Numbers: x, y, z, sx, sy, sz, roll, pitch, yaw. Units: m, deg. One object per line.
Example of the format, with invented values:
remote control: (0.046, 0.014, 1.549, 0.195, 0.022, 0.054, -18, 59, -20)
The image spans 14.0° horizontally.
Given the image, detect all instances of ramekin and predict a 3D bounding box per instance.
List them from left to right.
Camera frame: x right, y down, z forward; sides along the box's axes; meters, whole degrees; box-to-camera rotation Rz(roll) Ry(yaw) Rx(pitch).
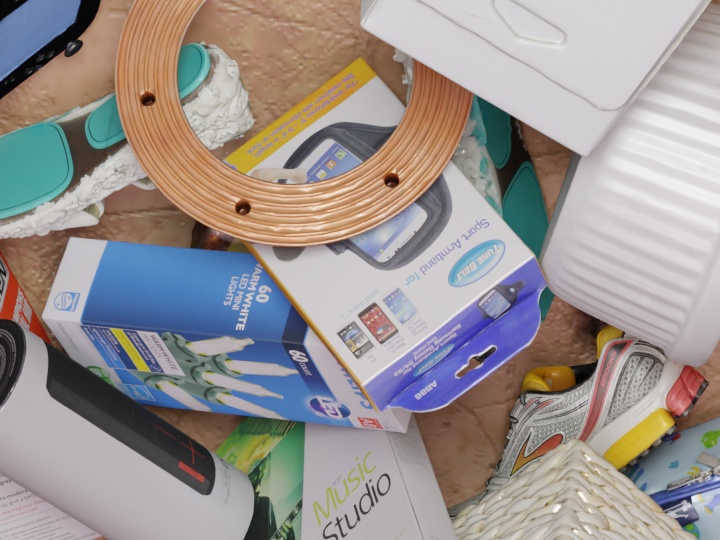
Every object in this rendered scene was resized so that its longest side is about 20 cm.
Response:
ramekin: (0.171, -0.057, 1.612, 0.105, 0.200, 0.201, 20, 122, 2)

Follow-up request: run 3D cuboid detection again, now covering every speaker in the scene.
speaker: (-0.156, 0.110, 1.733, 0.081, 0.081, 0.200, -36, 129, 22)

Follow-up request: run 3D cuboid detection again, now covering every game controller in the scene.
game controller: (-0.178, -0.140, 1.577, 0.042, 0.104, 0.200, 40, 162, 3)

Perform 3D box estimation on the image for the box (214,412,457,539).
box: (-0.018, 0.142, 1.738, 0.036, 0.200, 0.144, 23, 122, -34)

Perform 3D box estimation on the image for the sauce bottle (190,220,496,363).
sauce bottle: (0.000, 0.000, 1.728, 0.200, 0.066, 0.066, 22, 121, -14)

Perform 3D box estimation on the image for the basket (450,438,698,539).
basket: (0.115, 0.241, 1.730, 0.200, 0.161, 0.198, 40, 125, -21)

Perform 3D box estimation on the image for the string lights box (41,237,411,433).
string lights box: (-0.072, 0.037, 1.700, 0.199, 0.059, 0.103, 5, 151, 23)

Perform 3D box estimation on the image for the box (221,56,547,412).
box: (0.011, -0.015, 1.614, 0.119, 0.200, 0.042, -37, 146, -4)

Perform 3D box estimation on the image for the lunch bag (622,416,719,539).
lunch bag: (0.256, 0.180, 1.822, 0.160, 0.083, 0.200, -20, 121, 11)

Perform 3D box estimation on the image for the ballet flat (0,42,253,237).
ballet flat: (-0.149, -0.060, 1.684, 0.200, 0.072, 0.072, -26, 118, 16)

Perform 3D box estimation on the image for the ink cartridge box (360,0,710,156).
ink cartridge box: (0.097, -0.188, 1.523, 0.145, 0.200, 0.145, 28, 119, -15)

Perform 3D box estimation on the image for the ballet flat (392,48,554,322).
ballet flat: (0.065, -0.060, 1.694, 0.072, 0.072, 0.200, -10, 118, 8)

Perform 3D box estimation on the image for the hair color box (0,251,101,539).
hair color box: (-0.236, 0.083, 1.790, 0.111, 0.064, 0.200, -17, 121, 13)

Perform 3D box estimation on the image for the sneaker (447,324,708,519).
sneaker: (0.120, 0.101, 1.791, 0.082, 0.078, 0.200, 48, 116, 1)

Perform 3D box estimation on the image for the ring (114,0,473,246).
ring: (-0.036, -0.108, 1.611, 0.200, 0.201, 0.019, 0, 165, 2)
